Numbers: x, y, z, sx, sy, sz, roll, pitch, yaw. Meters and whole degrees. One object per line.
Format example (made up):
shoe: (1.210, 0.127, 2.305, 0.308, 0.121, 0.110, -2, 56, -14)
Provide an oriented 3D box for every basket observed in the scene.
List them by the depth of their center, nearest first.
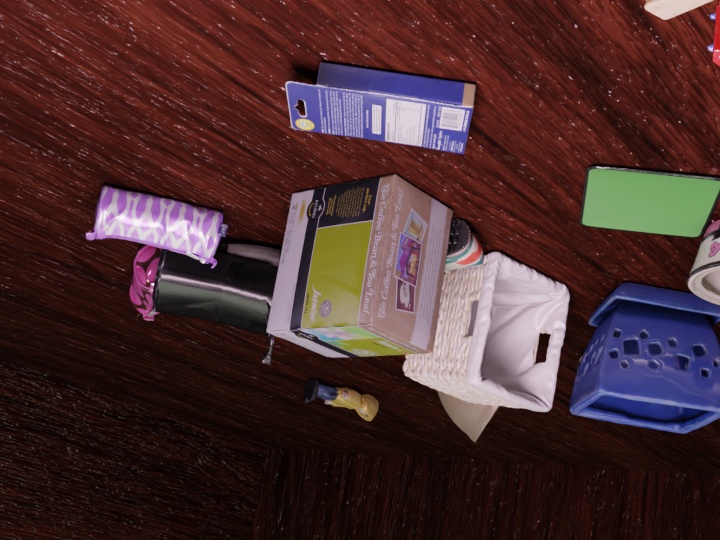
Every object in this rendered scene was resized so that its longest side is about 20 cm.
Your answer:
basket: (0.194, 0.096, 1.719, 0.198, 0.202, 0.159, 23, 163, -40)

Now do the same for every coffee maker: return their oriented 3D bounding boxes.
coffee maker: (-0.218, 0.025, 1.737, 0.196, 0.193, 0.137, 11, 120, -8)

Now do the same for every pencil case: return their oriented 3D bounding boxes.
pencil case: (-0.297, -0.065, 1.661, 0.196, 0.087, 0.084, 13, 165, -8)
pencil case: (-0.359, 0.020, 1.960, 0.089, 0.095, 0.200, 12, 162, -8)

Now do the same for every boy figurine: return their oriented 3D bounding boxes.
boy figurine: (-0.047, 0.327, 2.839, 0.197, 0.066, 0.124, 21, 157, -24)

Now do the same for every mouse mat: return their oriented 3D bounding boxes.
mouse mat: (0.350, -0.082, 1.373, 0.158, 0.008, 0.200, 7, 164, 10)

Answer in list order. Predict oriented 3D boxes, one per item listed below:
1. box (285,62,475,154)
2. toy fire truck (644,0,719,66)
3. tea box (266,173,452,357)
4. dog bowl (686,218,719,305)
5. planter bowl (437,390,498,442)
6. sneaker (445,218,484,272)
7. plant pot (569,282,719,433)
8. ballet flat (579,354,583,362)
box: (0.021, -0.175, 1.209, 0.196, 0.033, 0.121, 8, 163, 2)
toy fire truck: (0.274, -0.221, 0.884, 0.138, 0.050, 0.200, 5, 164, 16)
tea box: (0.000, 0.000, 1.498, 0.195, 0.204, 0.133, -6, 158, 43)
dog bowl: (0.510, -0.010, 1.398, 0.196, 0.075, 0.200, 10, 164, 3)
planter bowl: (0.213, 0.193, 2.073, 0.134, 0.201, 0.201, 34, 166, 9)
sneaker: (0.085, -0.022, 1.604, 0.197, 0.072, 0.093, -5, 152, 34)
plant pot: (0.439, 0.131, 1.712, 0.196, 0.183, 0.200, 9, 164, 1)
ballet flat: (0.436, 0.177, 2.072, 0.066, 0.064, 0.200, 7, 163, 10)
